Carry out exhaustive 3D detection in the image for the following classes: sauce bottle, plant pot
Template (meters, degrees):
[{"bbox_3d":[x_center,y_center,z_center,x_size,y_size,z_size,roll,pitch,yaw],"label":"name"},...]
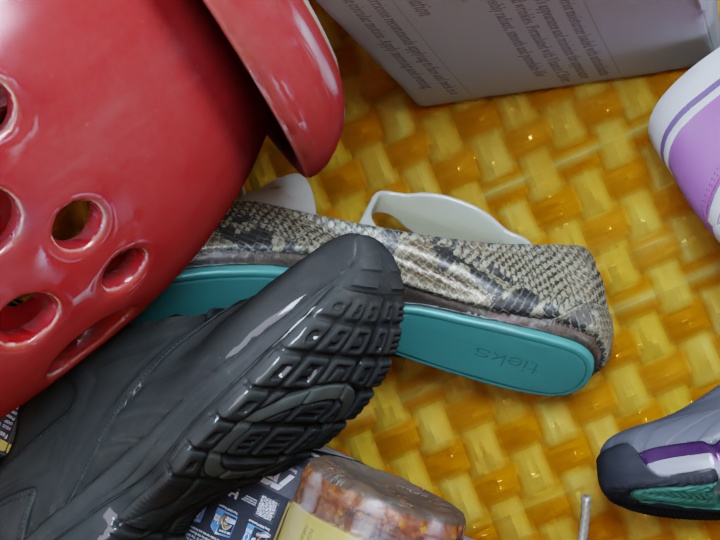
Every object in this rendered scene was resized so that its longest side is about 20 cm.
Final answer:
[{"bbox_3d":[-0.025,0.166,0.709,0.066,0.066,0.200,22,95,16],"label":"sauce bottle"},{"bbox_3d":[-0.119,-0.072,0.668,0.182,0.200,0.201,-35,75,-2],"label":"plant pot"}]

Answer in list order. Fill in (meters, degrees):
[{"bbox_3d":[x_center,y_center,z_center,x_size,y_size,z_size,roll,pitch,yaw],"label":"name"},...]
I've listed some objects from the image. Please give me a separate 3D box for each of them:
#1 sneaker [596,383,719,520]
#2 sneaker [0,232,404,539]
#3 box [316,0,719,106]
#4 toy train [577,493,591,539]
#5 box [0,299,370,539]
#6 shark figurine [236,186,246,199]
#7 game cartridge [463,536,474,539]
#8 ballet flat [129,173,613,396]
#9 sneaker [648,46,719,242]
[{"bbox_3d":[0.182,0.038,0.759,0.199,0.074,0.088,-9,69,2],"label":"sneaker"},{"bbox_3d":[-0.072,0.046,0.716,0.200,0.076,0.091,-41,63,16],"label":"sneaker"},{"bbox_3d":[0.051,-0.183,0.747,0.130,0.199,0.201,-7,80,13],"label":"box"},{"bbox_3d":[0.119,0.192,0.745,0.115,0.085,0.200,11,85,5],"label":"toy train"},{"bbox_3d":[-0.108,0.113,0.796,0.200,0.049,0.162,21,89,33],"label":"box"},{"bbox_3d":[-0.100,-0.059,0.847,0.089,0.128,0.215,-25,105,41],"label":"shark figurine"},{"bbox_3d":[0.009,0.158,0.749,0.200,0.041,0.133,9,87,49],"label":"game cartridge"},{"bbox_3d":[0.000,0.000,0.783,0.200,0.068,0.075,8,54,-13],"label":"ballet flat"},{"bbox_3d":[0.212,-0.069,0.741,0.200,0.073,0.114,-42,47,16],"label":"sneaker"}]
